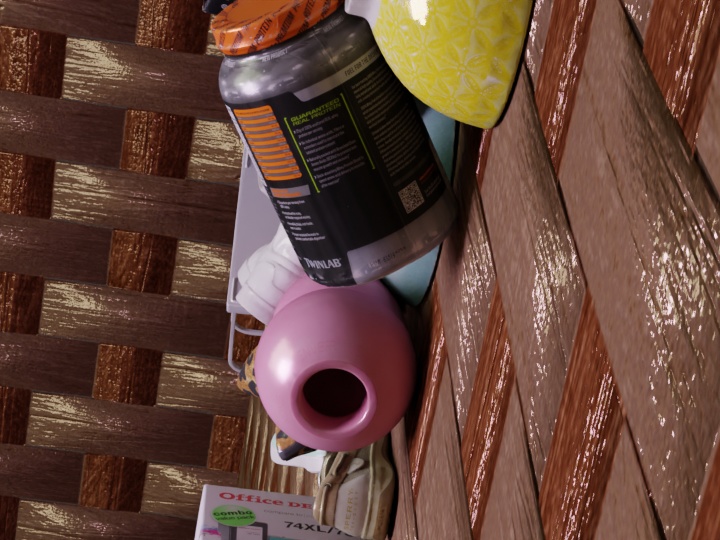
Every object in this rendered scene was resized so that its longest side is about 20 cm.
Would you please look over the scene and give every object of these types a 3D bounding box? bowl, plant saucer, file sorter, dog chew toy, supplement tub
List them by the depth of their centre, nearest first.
[{"bbox_3d":[0.048,-0.199,1.309,0.200,0.107,0.202,-172,90,-84],"label":"bowl"},{"bbox_3d":[-0.020,-0.101,1.397,0.123,0.122,0.201,-96,-17,-68],"label":"supplement tub"},{"bbox_3d":[-0.017,0.055,1.566,0.200,0.124,0.125,-86,5,-66],"label":"dog chew toy"},{"bbox_3d":[0.036,-0.073,1.573,0.200,0.036,0.202,-174,90,-81],"label":"plant saucer"},{"bbox_3d":[-0.059,-0.006,2.004,0.125,0.138,0.201,100,175,-54],"label":"file sorter"}]

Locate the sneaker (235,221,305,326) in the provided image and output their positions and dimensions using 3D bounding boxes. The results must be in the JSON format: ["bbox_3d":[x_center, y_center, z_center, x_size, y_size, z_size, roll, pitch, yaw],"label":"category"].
[{"bbox_3d":[-0.049,-0.016,1.728,0.116,0.073,0.200,-55,7,5],"label":"sneaker"}]

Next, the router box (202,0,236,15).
[{"bbox_3d":[-0.010,-0.239,1.479,0.062,0.199,0.151,116,162,-48],"label":"router box"}]

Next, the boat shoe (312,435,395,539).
[{"bbox_3d":[-0.012,0.168,1.640,0.201,0.063,0.074,-105,24,-76],"label":"boat shoe"}]

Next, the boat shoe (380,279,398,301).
[{"bbox_3d":[0.000,0.000,1.752,0.200,0.069,0.067,-122,48,-81],"label":"boat shoe"}]

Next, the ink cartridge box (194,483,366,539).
[{"bbox_3d":[-0.072,0.292,1.655,0.200,0.146,0.147,-98,16,-68],"label":"ink cartridge box"}]

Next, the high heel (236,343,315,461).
[{"bbox_3d":[-0.075,0.115,1.725,0.199,0.072,0.143,-14,28,49],"label":"high heel"}]

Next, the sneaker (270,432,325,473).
[{"bbox_3d":[-0.036,0.126,1.883,0.200,0.073,0.119,171,100,-74],"label":"sneaker"}]

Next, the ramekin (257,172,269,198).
[{"bbox_3d":[-0.024,-0.136,1.585,0.202,0.094,0.204,-173,90,-81],"label":"ramekin"}]
